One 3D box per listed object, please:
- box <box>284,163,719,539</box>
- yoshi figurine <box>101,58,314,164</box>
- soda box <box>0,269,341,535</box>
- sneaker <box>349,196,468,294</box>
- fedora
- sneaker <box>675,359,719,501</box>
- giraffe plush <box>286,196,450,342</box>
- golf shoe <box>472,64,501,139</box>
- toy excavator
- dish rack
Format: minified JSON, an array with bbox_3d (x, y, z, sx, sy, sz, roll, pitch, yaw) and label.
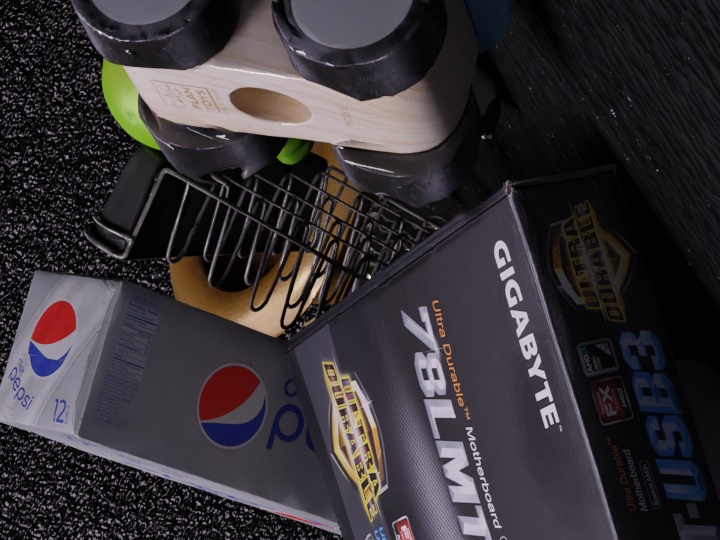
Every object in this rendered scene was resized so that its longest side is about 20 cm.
[{"bbox_3d":[0.054,0.088,0.843,0.198,0.050,0.200,-37,68,63],"label":"box"},{"bbox_3d":[-0.059,-0.092,1.061,0.200,0.112,0.112,13,-119,-70],"label":"yoshi figurine"},{"bbox_3d":[-0.043,0.060,0.971,0.200,0.064,0.068,22,169,-36],"label":"soda box"},{"bbox_3d":[0.010,0.059,1.145,0.070,0.200,0.100,17,133,9],"label":"sneaker"},{"bbox_3d":[-0.027,-0.043,1.323,0.082,0.201,0.201,20,-161,-31],"label":"fedora"},{"bbox_3d":[0.082,0.070,0.906,0.200,0.071,0.073,166,102,-76],"label":"sneaker"},{"bbox_3d":[0.026,0.067,1.364,0.200,0.162,0.173,56,178,6],"label":"giraffe plush"},{"bbox_3d":[-0.019,-0.121,0.901,0.200,0.095,0.078,30,-174,-17],"label":"golf shoe"},{"bbox_3d":[-0.037,-0.137,0.763,0.194,0.200,0.100,9,159,17],"label":"toy excavator"},{"bbox_3d":[0.000,0.000,1.044,0.200,0.055,0.153,29,-163,27],"label":"dish rack"}]
